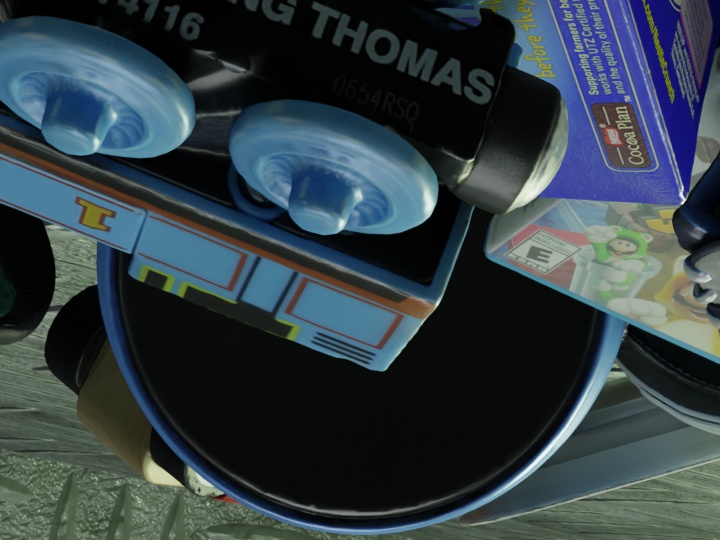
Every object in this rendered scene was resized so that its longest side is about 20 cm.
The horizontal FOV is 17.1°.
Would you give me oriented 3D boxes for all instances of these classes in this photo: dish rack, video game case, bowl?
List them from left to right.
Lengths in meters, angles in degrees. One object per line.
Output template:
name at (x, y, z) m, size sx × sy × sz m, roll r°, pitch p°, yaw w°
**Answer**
bowl at (0.000, 0.000, 0.872) m, size 0.199 × 0.202 × 0.039 m, roll 8°, pitch -170°, yaw 3°
dish rack at (0.128, 0.058, 1.021) m, size 0.171 × 0.044 × 0.200 m, roll -16°, pitch 180°, yaw 11°
video game case at (0.146, -0.018, 0.742) m, size 0.142 × 0.018 × 0.200 m, roll 24°, pitch 151°, yaw -17°

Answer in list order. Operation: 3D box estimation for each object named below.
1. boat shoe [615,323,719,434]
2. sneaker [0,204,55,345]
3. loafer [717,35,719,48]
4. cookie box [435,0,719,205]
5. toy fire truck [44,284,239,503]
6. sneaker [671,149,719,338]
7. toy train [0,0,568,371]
boat shoe at (0.099, -0.005, 0.921) m, size 0.200 × 0.072 × 0.071 m, roll 42°, pitch -171°, yaw 39°
sneaker at (-0.211, -0.036, 1.014) m, size 0.200 × 0.074 × 0.088 m, roll 43°, pitch 152°, yaw 5°
loafer at (0.128, -0.071, 0.741) m, size 0.068 × 0.071 × 0.200 m, roll 3°, pitch 168°, yaw 26°
cookie box at (-0.023, -0.097, 0.596) m, size 0.199 × 0.076 × 0.171 m, roll 4°, pitch 149°, yaw 21°
toy fire truck at (-0.022, 0.000, 1.014) m, size 0.128 × 0.177 × 0.199 m, roll 35°, pitch -167°, yaw 35°
sneaker at (0.132, -0.004, 0.693) m, size 0.085 × 0.077 × 0.201 m, roll 21°, pitch 146°, yaw 9°
toy train at (-0.054, -0.051, 0.530) m, size 0.199 × 0.087 × 0.114 m, roll 21°, pitch 156°, yaw -5°
